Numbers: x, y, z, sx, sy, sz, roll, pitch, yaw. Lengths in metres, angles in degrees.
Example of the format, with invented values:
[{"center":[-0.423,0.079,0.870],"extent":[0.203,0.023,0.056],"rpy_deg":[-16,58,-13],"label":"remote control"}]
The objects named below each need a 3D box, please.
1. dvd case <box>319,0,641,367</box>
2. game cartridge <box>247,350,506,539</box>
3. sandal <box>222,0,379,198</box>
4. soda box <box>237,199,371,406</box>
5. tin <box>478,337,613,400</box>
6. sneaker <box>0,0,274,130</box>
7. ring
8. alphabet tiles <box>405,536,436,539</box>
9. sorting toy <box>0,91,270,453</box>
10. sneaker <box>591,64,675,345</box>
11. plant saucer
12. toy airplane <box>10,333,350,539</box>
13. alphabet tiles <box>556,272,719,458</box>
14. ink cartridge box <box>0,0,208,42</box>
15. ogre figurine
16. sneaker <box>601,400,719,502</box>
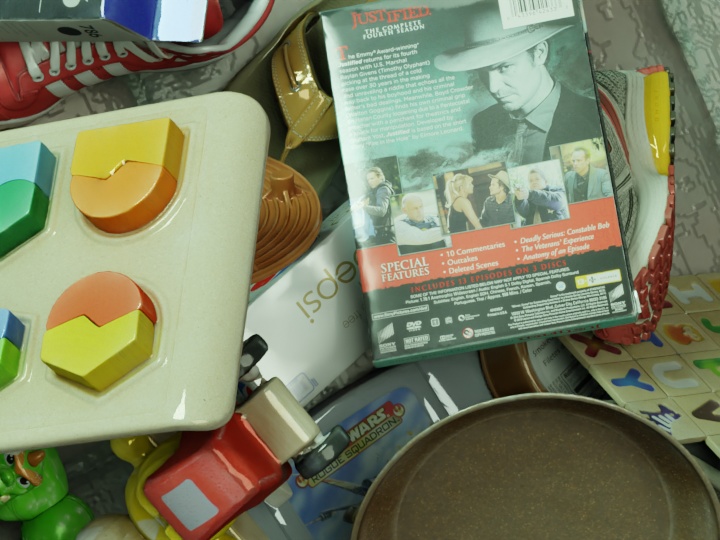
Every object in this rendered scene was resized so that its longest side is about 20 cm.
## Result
[{"center":[0.062,-0.057,1.562],"extent":[0.145,0.022,0.201],"rpy_deg":[-11,76,5],"label":"dvd case"},{"center":[0.011,0.132,1.616],"extent":[0.200,0.042,0.133],"rpy_deg":[-35,100,-19],"label":"game cartridge"},{"center":[-0.018,-0.107,1.621],"extent":[0.080,0.054,0.200],"rpy_deg":[41,72,-11],"label":"sandal"},{"center":[0.000,0.000,1.608],"extent":[0.200,0.068,0.064],"rpy_deg":[-41,98,-19],"label":"soda box"},{"center":[0.147,0.079,1.651],"extent":[0.200,0.042,0.112],"rpy_deg":[54,50,-8],"label":"tin"},{"center":[-0.140,-0.129,1.550],"extent":[0.199,0.112,0.072],"rpy_deg":[-17,89,-20],"label":"sneaker"},{"center":[-0.119,-0.031,1.509],"extent":[0.200,0.200,0.019],"rpy_deg":[-13,117,-20],"label":"ring"},{"center":[0.098,0.211,1.601],"extent":[0.199,0.008,0.168],"rpy_deg":[-12,108,-9],"label":"alphabet tiles"},{"center":[-0.149,0.000,1.409],"extent":[0.199,0.037,0.186],"rpy_deg":[-6,58,20],"label":"sorting toy"},{"center":[0.135,-0.035,1.628],"extent":[0.082,0.078,0.200],"rpy_deg":[2,43,3],"label":"sneaker"},{"center":[0.092,0.144,1.540],"extent":[0.199,0.037,0.201],"rpy_deg":[-1,118,-2],"label":"plant saucer"},{"center":[-0.091,0.110,1.469],"extent":[0.141,0.200,0.199],"rpy_deg":[-43,140,-11],"label":"toy airplane"},{"center":[0.210,0.055,1.613],"extent":[0.199,0.166,0.006],"rpy_deg":[-4,129,-37],"label":"alphabet tiles"},{"center":[-0.173,-0.171,1.520],"extent":[0.199,0.039,0.100],"rpy_deg":[1,74,19],"label":"ink cartridge box"},{"center":[-0.213,0.113,1.512],"extent":[0.120,0.098,0.200],"rpy_deg":[-30,79,-2],"label":"ogre figurine"},{"center":[0.191,0.091,1.620],"extent":[0.199,0.075,0.107],"rpy_deg":[24,53,-30],"label":"sneaker"}]
